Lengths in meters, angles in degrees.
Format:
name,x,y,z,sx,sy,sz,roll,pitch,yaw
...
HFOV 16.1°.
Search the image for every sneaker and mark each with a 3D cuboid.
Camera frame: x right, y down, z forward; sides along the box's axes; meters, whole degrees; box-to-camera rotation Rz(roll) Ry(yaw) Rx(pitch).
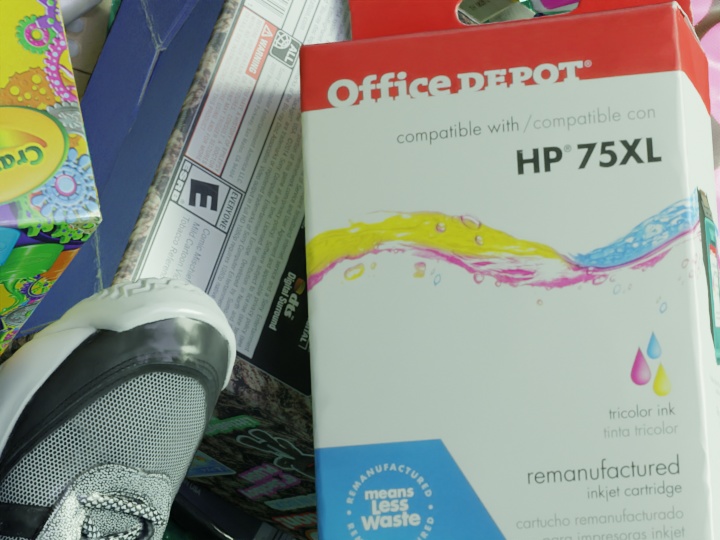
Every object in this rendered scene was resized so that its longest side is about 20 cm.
name,x,y,z,sx,sy,sz,roll,pitch,yaw
sneaker,-0.082,0.106,0.720,0.075,0.114,0.200,24,106,-43

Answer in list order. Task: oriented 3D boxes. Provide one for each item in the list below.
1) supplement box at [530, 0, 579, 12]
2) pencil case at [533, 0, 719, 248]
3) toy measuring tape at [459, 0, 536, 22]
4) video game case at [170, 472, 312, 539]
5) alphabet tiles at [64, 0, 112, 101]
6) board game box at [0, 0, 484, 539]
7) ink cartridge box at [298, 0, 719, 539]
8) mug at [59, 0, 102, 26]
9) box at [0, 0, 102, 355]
name,x,y,z,sx,sy,sz,roll,pitch,yaw
supplement box,0.133,-0.162,0.957,0.200,0.101,0.104,-11,81,-58
pencil case,0.104,0.009,0.813,0.094,0.090,0.201,22,63,-62
toy measuring tape,0.058,-0.125,0.968,0.200,0.074,0.074,40,61,-15
video game case,-0.022,0.002,0.911,0.143,0.019,0.200,42,59,-19
alphabet tiles,-0.156,-0.037,0.854,0.199,0.008,0.168,17,69,-26
board game box,0.000,0.000,0.856,0.200,0.097,0.160,32,64,-24
ink cartridge box,0.046,-0.008,0.751,0.116,0.067,0.201,-6,79,14
mug,-0.141,-0.163,0.813,0.153,0.149,0.186,53,39,7
box,-0.198,-0.027,0.682,0.199,0.193,0.123,-6,73,-24
